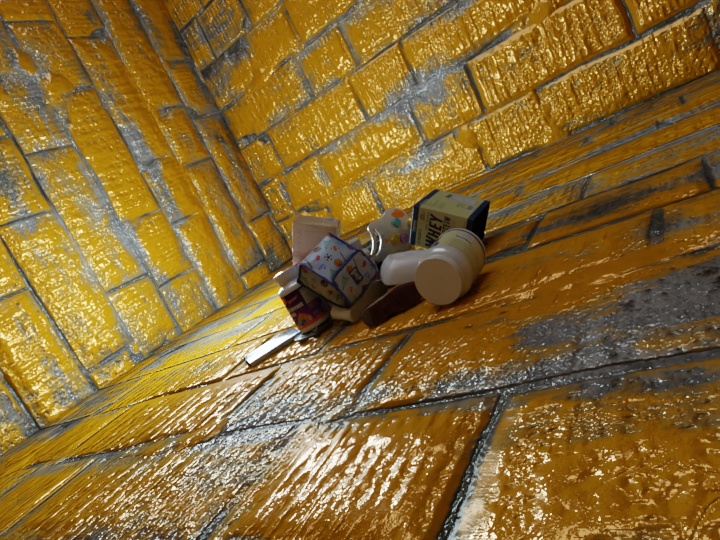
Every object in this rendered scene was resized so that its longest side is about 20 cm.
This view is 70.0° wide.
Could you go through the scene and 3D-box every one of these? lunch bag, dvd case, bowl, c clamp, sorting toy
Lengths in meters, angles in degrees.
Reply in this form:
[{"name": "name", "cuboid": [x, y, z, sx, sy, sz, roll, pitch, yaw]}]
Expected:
[{"name": "lunch bag", "cuboid": [-0.067, 0.005, 1.571, 0.170, 0.199, 0.124, -49, -15, -34]}, {"name": "dvd case", "cuboid": [0.044, -0.044, 1.977, 0.016, 0.202, 0.148, 36, 52, 28]}, {"name": "dvd case", "cuboid": [-0.299, 0.257, 1.746, 0.199, 0.018, 0.142, -32, 10, -19]}, {"name": "bowl", "cuboid": [0.156, -0.017, 1.602, 0.197, 0.076, 0.200, -11, 9, -1]}, {"name": "c clamp", "cuboid": [-0.118, 0.172, 1.664, 0.199, 0.027, 0.170, -35, 12, -38]}, {"name": "sorting toy", "cuboid": [0.099, -0.111, 1.838, 0.178, 0.203, 0.106, -13, 16, -35]}]

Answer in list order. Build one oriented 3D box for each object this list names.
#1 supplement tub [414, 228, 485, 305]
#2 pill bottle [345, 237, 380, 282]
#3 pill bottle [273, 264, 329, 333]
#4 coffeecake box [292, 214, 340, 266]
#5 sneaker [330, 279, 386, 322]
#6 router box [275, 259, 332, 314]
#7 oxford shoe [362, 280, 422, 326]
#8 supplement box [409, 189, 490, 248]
[{"name": "supplement tub", "cuboid": [0.229, -0.011, 1.312, 0.144, 0.146, 0.200, -20, 12, 35]}, {"name": "pill bottle", "cuboid": [0.000, 0.000, 1.713, 0.111, 0.202, 0.112, -26, 9, 5]}, {"name": "pill bottle", "cuboid": [-0.193, 0.088, 1.647, 0.111, 0.202, 0.111, -30, 4, 2]}, {"name": "coffeecake box", "cuboid": [-0.150, -0.076, 1.750, 0.151, 0.203, 0.073, 7, 26, 8]}, {"name": "sneaker", "cuboid": [-0.011, 0.089, 1.621, 0.115, 0.075, 0.199, -1, 27, 43]}, {"name": "router box", "cuboid": [-0.160, 0.063, 1.724, 0.178, 0.202, 0.049, -26, 11, 14]}, {"name": "oxford shoe", "cuboid": [0.090, 0.084, 1.433, 0.198, 0.071, 0.075, -27, 4, -1]}, {"name": "supplement box", "cuboid": [0.291, -0.157, 1.672, 0.197, 0.136, 0.200, 17, 30, 23]}]
